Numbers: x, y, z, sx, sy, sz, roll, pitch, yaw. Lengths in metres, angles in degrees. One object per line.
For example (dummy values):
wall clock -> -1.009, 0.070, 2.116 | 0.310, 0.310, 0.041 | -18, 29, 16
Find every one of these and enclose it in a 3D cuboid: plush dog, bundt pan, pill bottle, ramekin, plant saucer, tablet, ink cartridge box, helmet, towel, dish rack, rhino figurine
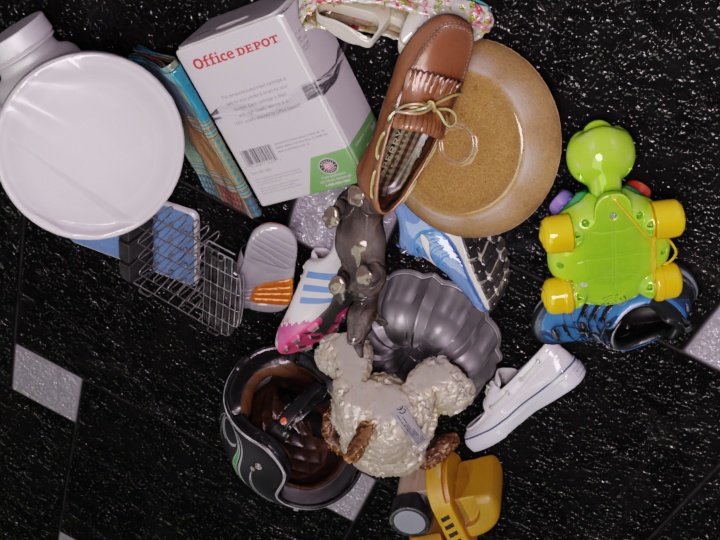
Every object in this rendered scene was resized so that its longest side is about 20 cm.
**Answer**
plush dog -> 0.028, 0.186, 1.264 | 0.197, 0.162, 0.173 | 12, 148, 15
bundt pan -> 0.071, 0.101, 1.320 | 0.199, 0.076, 0.204 | 13, 132, 15
pill bottle -> -0.348, -0.191, 1.254 | 0.111, 0.113, 0.202 | -12, 121, 34
ramekin -> -0.296, -0.143, 1.174 | 0.199, 0.094, 0.206 | -6, 111, -16
plant saucer -> 0.101, -0.129, 1.078 | 0.197, 0.035, 0.204 | 7, 106, 26
tablet -> -0.300, -0.058, 1.413 | 0.197, 0.014, 0.131 | 20, 134, 12
ink cartridge box -> -0.081, -0.184, 1.144 | 0.144, 0.085, 0.202 | -10, 122, 31
helmet -> -0.089, 0.212, 1.416 | 0.197, 0.202, 0.192 | 10, 144, 18
towel -> -0.189, -0.156, 1.215 | 0.146, 0.022, 0.202 | 30, 151, 57
dish rack -> -0.221, -0.011, 1.344 | 0.198, 0.055, 0.155 | 28, 137, 17
rhino figurine -> 0.000, 0.000, 1.196 | 0.059, 0.087, 0.204 | 1, 103, 16

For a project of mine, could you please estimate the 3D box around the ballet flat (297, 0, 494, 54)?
ballet flat -> 0.029, -0.240, 1.043 | 0.197, 0.065, 0.076 | 13, 158, 9

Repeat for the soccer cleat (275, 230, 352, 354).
soccer cleat -> -0.049, 0.026, 1.323 | 0.200, 0.069, 0.087 | -45, 61, 39

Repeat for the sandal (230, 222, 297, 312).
sandal -> -0.111, -0.014, 1.322 | 0.078, 0.060, 0.207 | 12, 148, -10

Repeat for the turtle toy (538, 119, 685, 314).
turtle toy -> 0.246, -0.050, 1.082 | 0.143, 0.102, 0.203 | -7, 125, 3

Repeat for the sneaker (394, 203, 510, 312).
sneaker -> 0.093, -0.038, 1.199 | 0.089, 0.079, 0.201 | -21, 108, 46

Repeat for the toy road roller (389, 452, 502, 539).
toy road roller -> 0.135, 0.331, 1.456 | 0.144, 0.124, 0.202 | -15, 120, 22

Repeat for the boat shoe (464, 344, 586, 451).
boat shoe -> 0.188, 0.147, 1.316 | 0.067, 0.073, 0.200 | 48, 124, 1

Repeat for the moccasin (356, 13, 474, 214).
moccasin -> 0.053, -0.146, 1.024 | 0.073, 0.078, 0.203 | 17, 119, -27

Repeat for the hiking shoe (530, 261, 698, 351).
hiking shoe -> 0.265, 0.049, 1.168 | 0.198, 0.087, 0.075 | -21, 117, 38
